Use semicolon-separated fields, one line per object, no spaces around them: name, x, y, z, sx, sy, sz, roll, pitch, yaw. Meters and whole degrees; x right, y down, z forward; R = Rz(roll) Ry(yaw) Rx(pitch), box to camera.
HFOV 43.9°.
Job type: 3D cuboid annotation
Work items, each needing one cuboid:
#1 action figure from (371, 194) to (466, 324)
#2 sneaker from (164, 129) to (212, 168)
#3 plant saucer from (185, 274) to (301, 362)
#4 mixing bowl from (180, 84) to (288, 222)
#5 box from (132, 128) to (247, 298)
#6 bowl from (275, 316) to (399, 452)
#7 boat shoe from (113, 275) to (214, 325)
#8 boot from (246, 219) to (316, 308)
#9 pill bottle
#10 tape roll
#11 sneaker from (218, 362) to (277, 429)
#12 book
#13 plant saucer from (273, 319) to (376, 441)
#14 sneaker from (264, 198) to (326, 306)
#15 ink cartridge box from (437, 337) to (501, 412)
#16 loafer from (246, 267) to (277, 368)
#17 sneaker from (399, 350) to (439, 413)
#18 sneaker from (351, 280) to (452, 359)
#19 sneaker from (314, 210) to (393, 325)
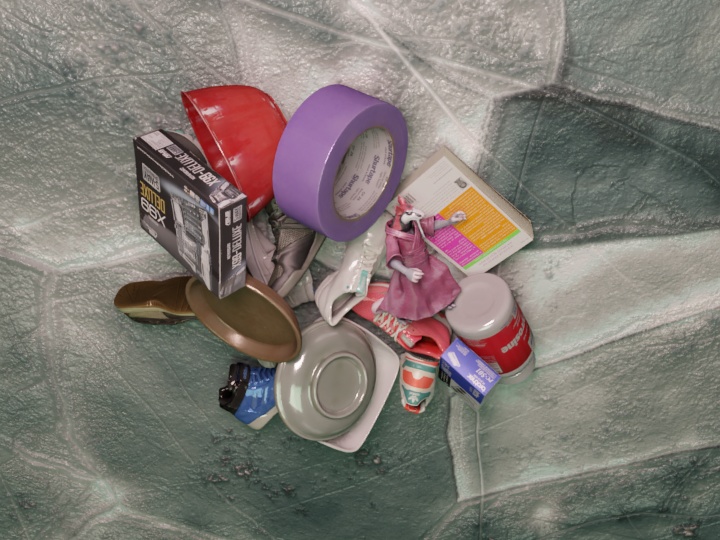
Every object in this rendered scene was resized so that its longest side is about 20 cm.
action figure;0.080;-0.027;1.372;0.148;0.134;0.202;12;128;48
sneaker;-0.250;-0.118;1.336;0.077;0.092;0.201;-23;122;16
plant saucer;-0.173;0.066;1.350;0.198;0.030;0.201;20;144;15
mixing bowl;-0.157;-0.180;1.249;0.108;0.200;0.201;-28;125;-12
box;-0.236;-0.080;1.238;0.050;0.200;0.159;-28;143;-35
bowl;-0.049;0.187;1.513;0.199;0.074;0.201;36;76;-36
boat shoe;-0.308;0.054;1.473;0.198;0.074;0.065;3;145;23
boot;-0.131;-0.021;1.427;0.095;0.074;0.201;-17;130;1
pill bottle;0.220;0.103;1.463;0.111;0.113;0.200;-20;138;15
tape roll;-0.025;-0.148;1.239;0.085;0.199;0.202;28;133;29
sneaker;-0.172;0.190;1.568;0.111;0.077;0.200;32;120;-23
book;0.152;-0.083;1.384;0.199;0.048;0.133;38;122;-23
plant saucer;-0.043;0.180;1.441;0.198;0.050;0.203;-6;101;-36
sneaker;-0.117;-0.048;1.355;0.113;0.076;0.201;29;84;-10
ink cartridge box;0.176;0.176;1.478;0.094;0.200;0.044;42;80;14
loafer;-0.189;0.078;1.495;0.069;0.070;0.202;-10;117;19
sneaker;0.091;0.189;1.498;0.070;0.200;0.094;15;82;4
sneaker;0.070;0.085;1.480;0.199;0.087;0.074;24;122;-16
sneaker;0.000;0.000;1.404;0.075;0.089;0.201;24;109;-21
